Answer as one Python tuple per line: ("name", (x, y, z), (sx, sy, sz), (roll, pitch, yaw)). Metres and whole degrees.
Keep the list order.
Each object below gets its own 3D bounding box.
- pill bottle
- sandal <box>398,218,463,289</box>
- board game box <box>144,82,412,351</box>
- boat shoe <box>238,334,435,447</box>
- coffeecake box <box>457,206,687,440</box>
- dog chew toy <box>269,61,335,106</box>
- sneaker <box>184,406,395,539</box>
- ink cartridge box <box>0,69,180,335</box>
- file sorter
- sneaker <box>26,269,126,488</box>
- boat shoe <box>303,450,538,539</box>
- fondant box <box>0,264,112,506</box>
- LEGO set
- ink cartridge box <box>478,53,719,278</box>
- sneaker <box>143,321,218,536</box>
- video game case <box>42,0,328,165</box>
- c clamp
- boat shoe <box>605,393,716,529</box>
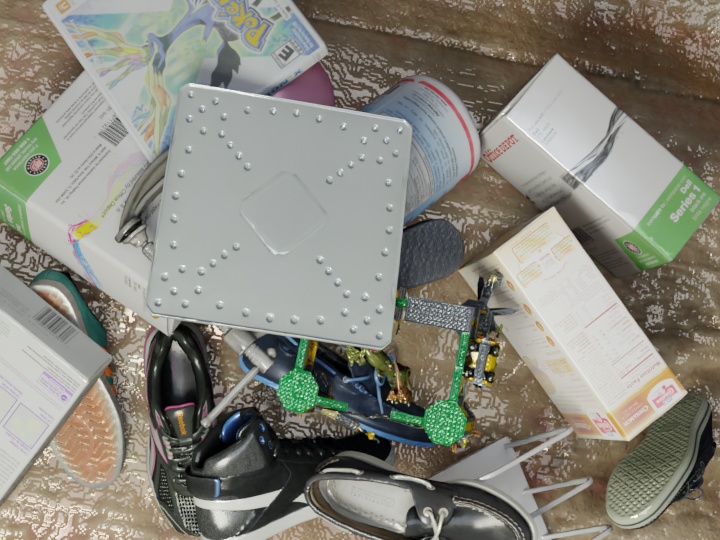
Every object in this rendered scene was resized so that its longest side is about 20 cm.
("pill bottle", (0.008, -0.083, 1.261), (0.200, 0.109, 0.109), (-38, 90, -28))
("sandal", (0.000, 0.001, 1.318), (0.198, 0.043, 0.077), (-10, 93, -18))
("board game box", (-0.064, -0.043, 1.151), (0.198, 0.026, 0.202), (9, 71, -7))
("boat shoe", (-0.012, 0.099, 1.280), (0.199, 0.084, 0.069), (24, 93, -7))
("coffeecake box", (0.188, 0.053, 1.275), (0.073, 0.154, 0.201), (-36, 90, -10))
("dog chew toy", (-0.105, -0.194, 1.282), (0.124, 0.125, 0.201), (-24, 80, -9))
("sneaker", (-0.060, 0.161, 1.241), (0.199, 0.073, 0.113), (-24, 113, -27))
("ink cartridge box", (-0.203, -0.061, 1.237), (0.199, 0.084, 0.145), (34, 64, 8))
("file sorter", (0.151, 0.258, 1.243), (0.138, 0.124, 0.202), (-22, 88, -35))
("sneaker", (-0.250, 0.093, 1.261), (0.071, 0.080, 0.202), (-10, 107, 7))
("boat shoe", (0.047, 0.201, 1.162), (0.199, 0.060, 0.075), (19, 105, 22))
("fondant box", (-0.328, 0.107, 1.205), (0.144, 0.058, 0.200), (39, 112, -2))
("LEGO set", (0.033, 0.074, 1.214), (0.198, 0.116, 0.155), (2, 86, 17))
("ink cartridge box", (0.211, -0.093, 1.296), (0.200, 0.146, 0.084), (41, 80, -3))
("sneaker", (-0.161, 0.142, 1.256), (0.080, 0.086, 0.202), (-14, 87, -7))
("video game case", (-0.155, -0.212, 1.226), (0.182, 0.022, 0.201), (-36, 73, -2))
("c clamp", (-0.125, -0.003, 1.155), (0.171, 0.027, 0.200), (-39, 85, -16))
("boat shoe", (0.280, 0.183, 1.278), (0.074, 0.200, 0.063), (-11, 108, 33))
